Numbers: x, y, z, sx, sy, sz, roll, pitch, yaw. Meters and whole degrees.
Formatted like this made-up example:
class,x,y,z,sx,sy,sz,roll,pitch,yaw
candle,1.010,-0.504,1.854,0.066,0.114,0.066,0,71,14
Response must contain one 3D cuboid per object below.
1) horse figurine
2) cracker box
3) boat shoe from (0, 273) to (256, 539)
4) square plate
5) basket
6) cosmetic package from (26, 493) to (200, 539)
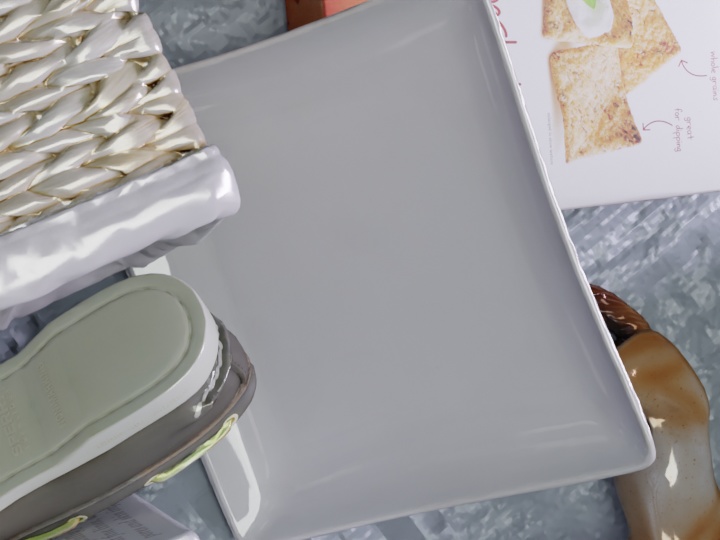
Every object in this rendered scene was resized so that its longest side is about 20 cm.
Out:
class,x,y,z,sx,sy,sz,roll,pitch,yaw
horse figurine,0.110,0.086,1.088,0.132,0.050,0.201,-20,94,-28
cracker box,0.072,-0.092,1.062,0.199,0.058,0.135,-8,97,-18
boat shoe,-0.132,0.071,0.945,0.201,0.072,0.060,-27,147,11
square plate,0.000,0.000,1.001,0.028,0.199,0.199,-35,107,-56
basket,-0.173,-0.044,0.909,0.199,0.198,0.162,-26,91,-13
cosmetic package,-0.121,0.204,0.963,0.164,0.165,0.201,-22,101,-16
